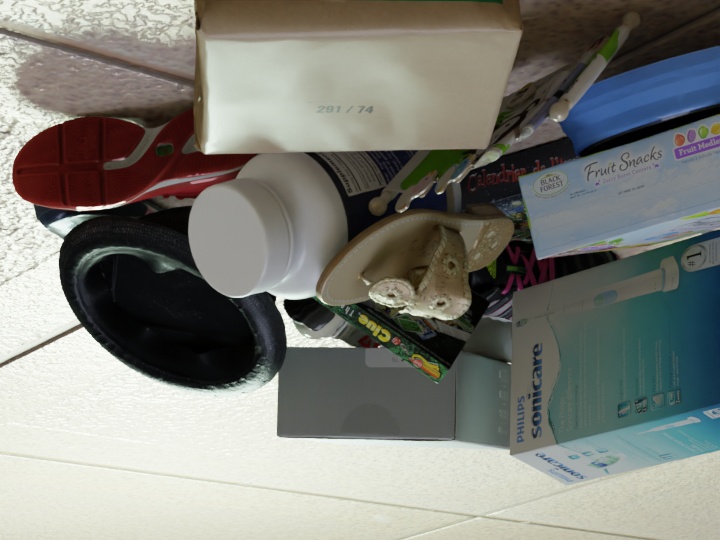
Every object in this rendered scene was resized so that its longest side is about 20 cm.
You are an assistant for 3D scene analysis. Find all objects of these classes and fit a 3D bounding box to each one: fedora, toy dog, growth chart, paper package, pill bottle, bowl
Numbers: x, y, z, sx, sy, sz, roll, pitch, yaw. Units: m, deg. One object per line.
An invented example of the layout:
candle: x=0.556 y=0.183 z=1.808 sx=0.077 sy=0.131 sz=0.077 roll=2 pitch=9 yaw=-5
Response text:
fedora: x=-0.137 y=0.009 z=1.590 sx=0.200 sy=0.092 sz=0.201 roll=17 pitch=136 yaw=17
toy dog: x=0.114 y=0.033 z=1.759 sx=0.199 sy=0.097 sz=0.132 roll=2 pitch=173 yaw=4
growth chart: x=0.098 y=-0.104 z=1.392 sx=0.200 sy=0.145 sz=0.018 roll=-25 pitch=109 yaw=43
paper package: x=-0.008 y=-0.154 z=1.260 sx=0.199 sy=0.104 sz=0.191 roll=-1 pitch=161 yaw=-4
pill bottle: x=-0.027 y=-0.041 z=1.468 sx=0.199 sy=0.112 sz=0.111 roll=-17 pitch=175 yaw=-44
bowl: x=0.239 y=-0.120 z=1.406 sx=0.199 sy=0.040 sz=0.201 roll=-13 pitch=175 yaw=-1

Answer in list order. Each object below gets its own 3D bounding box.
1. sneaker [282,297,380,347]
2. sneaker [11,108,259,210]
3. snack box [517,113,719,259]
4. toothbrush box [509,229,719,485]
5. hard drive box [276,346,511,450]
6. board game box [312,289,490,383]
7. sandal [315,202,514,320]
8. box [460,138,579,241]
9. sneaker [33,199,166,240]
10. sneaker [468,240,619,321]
sneaker: x=-0.007 y=0.028 z=1.643 sx=0.070 sy=0.094 sz=0.200 roll=-38 pitch=-170 yaw=10
sneaker: x=-0.157 y=-0.068 z=1.522 sx=0.199 sy=0.079 sz=0.116 roll=-5 pitch=159 yaw=10
snack box: x=0.233 y=-0.062 z=1.426 sx=0.168 sy=0.068 sz=0.200 roll=-16 pitch=176 yaw=30
toothbrush box: x=0.218 y=0.071 z=1.554 sx=0.199 sy=0.147 sz=0.085 roll=-19 pitch=146 yaw=35
hard drive box: x=0.035 y=0.110 z=1.687 sx=0.155 sy=0.077 sz=0.200 roll=0 pitch=174 yaw=18
board game box: x=0.000 y=0.000 z=1.551 sx=0.200 sy=0.105 sz=0.024 roll=35 pitch=130 yaw=3
sandal: x=0.062 y=0.001 z=1.449 sx=0.211 sy=0.070 sz=0.078 roll=-16 pitch=140 yaw=-50
box: x=0.164 y=-0.060 z=1.652 sx=0.199 sy=0.038 sz=0.136 roll=-16 pitch=157 yaw=31
sneaker: x=-0.193 y=-0.012 z=1.664 sx=0.070 sy=0.083 sz=0.200 roll=-18 pitch=155 yaw=34
sneaker: x=0.118 y=0.004 z=1.655 sx=0.199 sy=0.074 sz=0.087 roll=-1 pitch=168 yaw=7
